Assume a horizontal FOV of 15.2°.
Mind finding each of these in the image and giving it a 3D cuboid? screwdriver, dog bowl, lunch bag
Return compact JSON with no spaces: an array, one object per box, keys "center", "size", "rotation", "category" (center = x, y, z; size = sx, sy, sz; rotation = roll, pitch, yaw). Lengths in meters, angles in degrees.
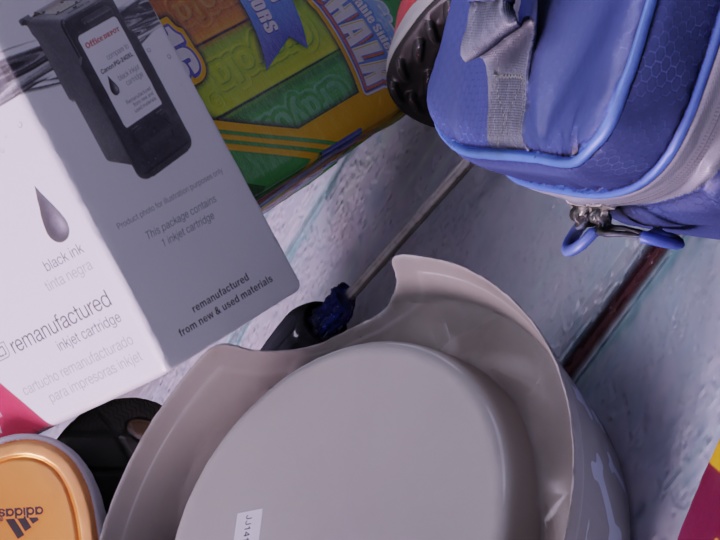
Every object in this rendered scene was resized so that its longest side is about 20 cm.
[{"center":[0.000,0.000,1.078],"size":[0.200,0.029,0.028],"rotation":[126,151,-49],"category":"screwdriver"},{"center":[0.002,0.097,0.894],"size":[0.199,0.059,0.201],"rotation":[-22,51,30],"category":"dog bowl"},{"center":[0.099,-0.098,0.792],"size":[0.136,0.132,0.201],"rotation":[11,85,67],"category":"lunch bag"}]

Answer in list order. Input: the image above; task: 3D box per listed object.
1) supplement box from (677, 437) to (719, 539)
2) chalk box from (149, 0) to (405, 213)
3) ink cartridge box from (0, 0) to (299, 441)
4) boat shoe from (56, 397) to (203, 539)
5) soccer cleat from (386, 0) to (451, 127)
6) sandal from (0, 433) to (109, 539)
[{"center":[0.110,0.152,0.629],"size":[0.201,0.110,0.086],"rotation":[-70,24,11],"category":"supplement box"},{"center":[-0.059,-0.085,1.095],"size":[0.124,0.125,0.200],"rotation":[-34,1,44],"category":"chalk box"},{"center":[-0.135,-0.046,0.978],"size":[0.145,0.083,0.201],"rotation":[-25,95,43],"category":"ink cartridge box"},{"center":[-0.104,0.144,1.002],"size":[0.074,0.075,0.201],"rotation":[-56,-12,-89],"category":"boat shoe"},{"center":[0.069,-0.137,0.978],"size":[0.200,0.068,0.073],"rotation":[-54,23,42],"category":"soccer cleat"},{"center":[-0.121,0.161,0.932],"size":[0.059,0.079,0.208],"rotation":[15,-112,-80],"category":"sandal"}]
